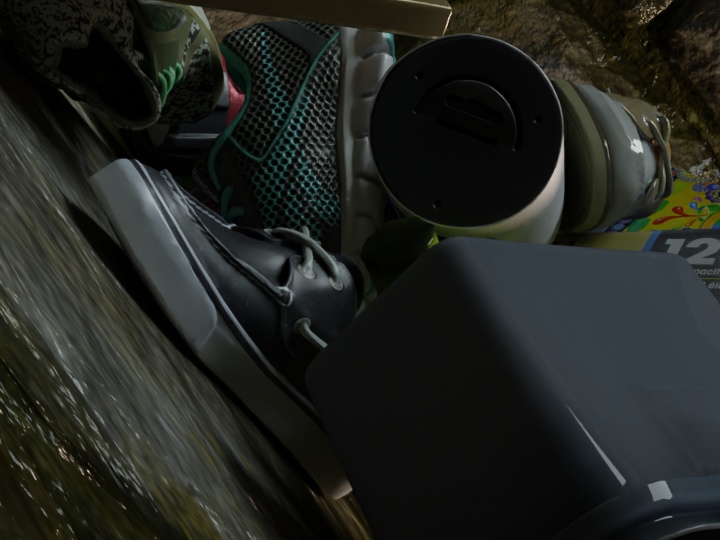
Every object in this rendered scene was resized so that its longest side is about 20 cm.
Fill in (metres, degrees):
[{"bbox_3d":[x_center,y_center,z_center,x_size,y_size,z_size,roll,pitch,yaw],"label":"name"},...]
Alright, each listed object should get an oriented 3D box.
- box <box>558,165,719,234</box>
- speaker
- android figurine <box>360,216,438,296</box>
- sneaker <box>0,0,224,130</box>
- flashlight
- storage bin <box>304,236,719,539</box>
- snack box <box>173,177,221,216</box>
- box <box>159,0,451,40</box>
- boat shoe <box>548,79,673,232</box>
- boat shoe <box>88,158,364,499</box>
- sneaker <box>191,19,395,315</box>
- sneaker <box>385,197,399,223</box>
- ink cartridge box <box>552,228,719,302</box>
[{"bbox_3d":[0.140,0.054,1.329,0.192,0.122,0.201,29,-41,53],"label":"box"},{"bbox_3d":[0.050,-0.045,1.060,0.081,0.081,0.200,53,0,7],"label":"speaker"},{"bbox_3d":[0.045,0.083,0.968,0.182,0.041,0.201,-73,145,-51],"label":"android figurine"},{"bbox_3d":[-0.111,-0.089,1.074,0.089,0.077,0.200,64,13,24],"label":"sneaker"},{"bbox_3d":[-0.021,-0.076,1.247,0.199,0.068,0.068,4,8,-32],"label":"flashlight"},{"bbox_3d":[0.084,0.060,0.839,0.200,0.146,0.135,2,51,-52],"label":"storage bin"},{"bbox_3d":[-0.060,-0.035,1.354,0.200,0.053,0.142,52,4,-28],"label":"snack box"},{"bbox_3d":[-0.079,-0.150,1.001,0.199,0.021,0.164,6,30,-27],"label":"box"},{"bbox_3d":[0.122,-0.060,1.216,0.200,0.068,0.075,-121,-150,-80],"label":"boat shoe"},{"bbox_3d":[-0.032,0.014,0.948,0.200,0.068,0.072,52,2,-41],"label":"boat shoe"},{"bbox_3d":[-0.033,-0.028,1.111,0.078,0.091,0.201,85,8,-66],"label":"sneaker"},{"bbox_3d":[0.000,0.000,1.245,0.099,0.069,0.201,39,34,-32],"label":"sneaker"},{"bbox_3d":[0.107,0.020,1.148,0.200,0.197,0.047,-59,138,-47],"label":"ink cartridge box"}]
